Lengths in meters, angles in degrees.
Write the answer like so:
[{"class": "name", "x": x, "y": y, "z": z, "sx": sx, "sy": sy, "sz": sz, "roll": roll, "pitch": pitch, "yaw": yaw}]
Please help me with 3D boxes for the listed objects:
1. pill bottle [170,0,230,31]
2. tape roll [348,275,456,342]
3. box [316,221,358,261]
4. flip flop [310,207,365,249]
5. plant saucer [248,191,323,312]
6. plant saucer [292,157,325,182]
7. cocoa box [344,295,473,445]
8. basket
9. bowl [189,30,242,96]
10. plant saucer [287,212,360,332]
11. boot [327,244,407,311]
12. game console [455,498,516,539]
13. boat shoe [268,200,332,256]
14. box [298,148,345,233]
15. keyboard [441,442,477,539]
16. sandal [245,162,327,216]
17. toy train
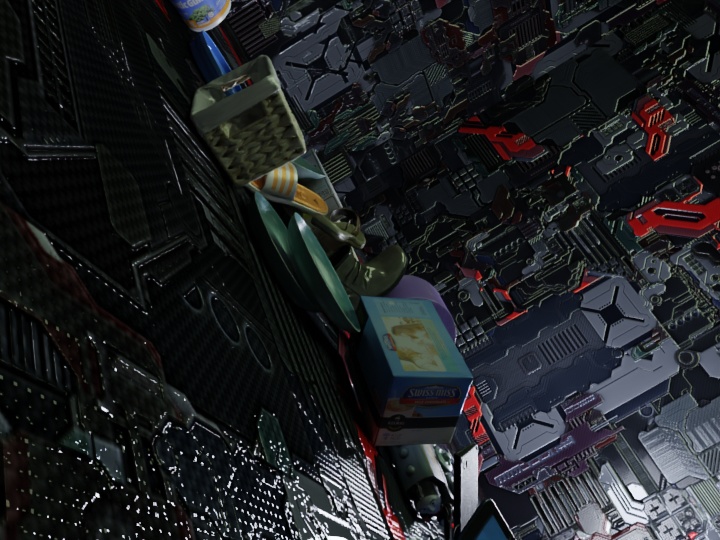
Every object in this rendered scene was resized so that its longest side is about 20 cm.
[{"class": "pill bottle", "x": -0.354, "y": -0.597, "z": 1.328, "sx": 0.113, "sy": 0.111, "sz": 0.200, "roll": 63, "pitch": 5, "yaw": 34}, {"class": "tape roll", "x": 0.079, "y": 0.117, "z": 1.269, "sx": 0.202, "sy": 0.198, "sz": 0.085, "roll": 58, "pitch": 5, "yaw": -32}, {"class": "box", "x": -0.063, "y": -0.036, "z": 1.298, "sx": 0.078, "sy": 0.094, "sz": 0.201, "roll": 56, "pitch": 5, "yaw": -45}, {"class": "flip flop", "x": -0.032, "y": -0.084, "z": 1.176, "sx": 0.080, "sy": 0.058, "sz": 0.200, "roll": 28, "pitch": 4, "yaw": 16}, {"class": "plant saucer", "x": -0.114, "y": -0.021, "z": 0.977, "sx": 0.202, "sy": 0.027, "sz": 0.200, "roll": 61, "pitch": 4, "yaw": -8}, {"class": "plant saucer", "x": -0.160, "y": -0.211, "z": 1.242, "sx": 0.198, "sy": 0.039, "sz": 0.201, "roll": 28, "pitch": 9, "yaw": -5}, {"class": "cocoa box", "x": 0.066, "y": 0.149, "z": 1.018, "sx": 0.201, "sy": 0.131, "sz": 0.133, "roll": -114, "pitch": -146, "yaw": -55}, {"class": "basket", "x": -0.167, "y": -0.226, "z": 0.990, "sx": 0.125, "sy": 0.134, "sz": 0.201, "roll": 63, "pitch": 2, "yaw": -27}, {"class": "bowl", "x": -0.276, "y": -0.377, "z": 1.319, "sx": 0.203, "sy": 0.039, "sz": 0.201, "roll": 61, "pitch": 3, "yaw": -6}, {"class": "plant saucer", "x": -0.059, "y": 0.009, "z": 0.993, "sx": 0.202, "sy": 0.027, "sz": 0.200, "roll": 61, "pitch": 3, "yaw": -5}, {"class": "boot", "x": 0.000, "y": 0.000, "z": 1.165, "sx": 0.067, "sy": 0.200, "sz": 0.132, "roll": 28, "pitch": -24, "yaw": 40}, {"class": "game console", "x": 0.192, "y": 0.458, "z": 0.911, "sx": 0.202, "sy": 0.117, "sz": 0.171, "roll": 58, "pitch": 4, "yaw": -30}, {"class": "boat shoe", "x": -0.121, "y": -0.097, "z": 1.182, "sx": 0.202, "sy": 0.062, "sz": 0.071, "roll": 60, "pitch": 5, "yaw": 4}, {"class": "box", "x": -0.111, "y": -0.154, "z": 1.322, "sx": 0.061, "sy": 0.115, "sz": 0.201, "roll": 60, "pitch": 4, "yaw": -39}, {"class": "keyboard", "x": 0.145, "y": 0.369, "z": 0.971, "sx": 0.126, "sy": 0.020, "sz": 0.205, "roll": -7, "pitch": 97, "yaw": -60}, {"class": "sandal", "x": -0.121, "y": -0.153, "z": 1.116, "sx": 0.205, "sy": 0.059, "sz": 0.080, "roll": 18, "pitch": 36, "yaw": -45}, {"class": "toy train", "x": 0.092, "y": 0.303, "z": 1.043, "sx": 0.114, "sy": 0.085, "sz": 0.202, "roll": 40, "pitch": 19, "yaw": -39}]
